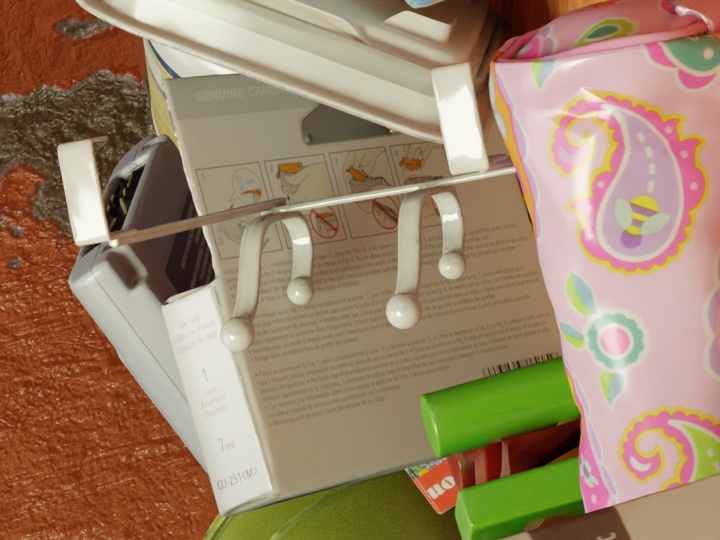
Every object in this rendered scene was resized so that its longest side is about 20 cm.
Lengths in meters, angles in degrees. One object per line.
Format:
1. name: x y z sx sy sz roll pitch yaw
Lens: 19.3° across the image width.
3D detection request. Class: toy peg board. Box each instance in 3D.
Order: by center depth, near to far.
1. toy peg board: 0.090 0.133 0.848 0.200 0.097 0.201 91 163 -61

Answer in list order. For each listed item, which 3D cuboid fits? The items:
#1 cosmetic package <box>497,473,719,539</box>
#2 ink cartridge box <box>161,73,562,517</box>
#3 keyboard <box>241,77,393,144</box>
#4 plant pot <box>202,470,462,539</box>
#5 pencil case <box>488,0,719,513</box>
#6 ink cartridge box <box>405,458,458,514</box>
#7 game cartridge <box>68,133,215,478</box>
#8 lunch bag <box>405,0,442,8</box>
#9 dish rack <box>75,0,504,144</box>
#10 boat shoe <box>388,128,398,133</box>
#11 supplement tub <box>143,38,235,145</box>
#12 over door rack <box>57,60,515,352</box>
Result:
1. cosmetic package: 0.095 0.162 0.489 0.165 0.198 0.166 -115 13 -49
2. ink cartridge box: 0.000 0.000 0.917 0.043 0.199 0.175 -25 79 45
3. keyboard: 0.009 -0.031 0.956 0.011 0.057 0.200 10 158 44
4. plant pot: 0.028 0.224 1.195 0.193 0.199 0.202 51 157 45
5. pencil case: 0.098 0.016 0.656 0.087 0.087 0.202 -138 33 -76
6. ink cartridge box: 0.028 0.062 1.078 0.201 0.050 0.109 55 -176 -29
7. game cartridge: -0.073 0.020 0.971 0.133 0.041 0.200 51 -168 -14
8. lunch bag: 0.024 -0.206 0.768 0.160 0.076 0.202 92 163 -77
9. dish rack: -0.016 -0.113 0.873 0.200 0.170 0.044 -65 -4 -72
10. boat shoe: 0.012 -0.088 1.044 0.063 0.073 0.202 24 -127 -65
11. supplement tub: -0.051 -0.120 1.204 0.200 0.143 0.145 95 158 -67
12. over door rack: 0.003 -0.014 0.747 0.200 0.146 0.067 15 -114 -69
